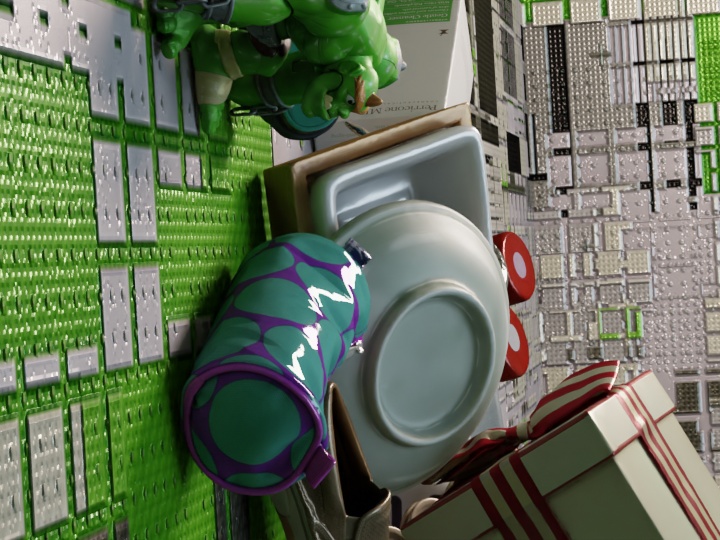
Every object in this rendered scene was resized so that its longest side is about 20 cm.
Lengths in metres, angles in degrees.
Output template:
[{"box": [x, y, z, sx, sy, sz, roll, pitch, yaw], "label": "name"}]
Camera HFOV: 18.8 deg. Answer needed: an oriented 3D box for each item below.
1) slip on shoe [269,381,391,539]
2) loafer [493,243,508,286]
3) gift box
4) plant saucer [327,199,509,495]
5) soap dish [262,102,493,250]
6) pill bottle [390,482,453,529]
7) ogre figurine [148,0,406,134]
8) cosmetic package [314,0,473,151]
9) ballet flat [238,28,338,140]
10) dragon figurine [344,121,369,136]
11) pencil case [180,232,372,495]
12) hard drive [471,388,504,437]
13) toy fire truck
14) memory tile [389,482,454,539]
[{"box": [-0.008, 0.156, 1.354, 0.201, 0.060, 0.076, 68, 24, -13], "label": "slip on shoe"}, {"box": [0.046, -0.001, 1.655, 0.200, 0.075, 0.070, 36, -55, 56], "label": "loafer"}, {"box": [0.149, 0.180, 1.499, 0.187, 0.184, 0.200, 58, 18, 5], "label": "gift box"}, {"box": [0.034, 0.057, 1.410, 0.199, 0.050, 0.202, -14, 112, -38], "label": "plant saucer"}, {"box": [0.015, -0.001, 1.464, 0.157, 0.081, 0.201, -22, 114, -35], "label": "soap dish"}, {"box": [0.044, 0.217, 1.656, 0.111, 0.111, 0.201, 63, 26, -68], "label": "pill bottle"}, {"box": [-0.043, -0.134, 1.225, 0.200, 0.119, 0.099, 72, 17, -55], "label": "ogre figurine"}, {"box": [0.029, -0.134, 1.701, 0.200, 0.107, 0.085, -81, 165, -56], "label": "cosmetic package"}, {"box": [-0.057, -0.180, 1.352, 0.073, 0.073, 0.201, -51, 131, -76], "label": "ballet flat"}, {"box": [0.000, 0.000, 1.553, 0.099, 0.059, 0.201, -21, 107, -38], "label": "dragon figurine"}, {"box": [-0.044, 0.050, 1.248, 0.085, 0.092, 0.200, -52, -173, 24], "label": "pencil case"}, {"box": [0.073, 0.178, 1.878, 0.140, 0.033, 0.201, -43, 141, -29], "label": "hard drive"}, {"box": [0.067, 0.011, 1.925, 0.168, 0.112, 0.201, 48, 38, -41], "label": "toy fire truck"}, {"box": [0.054, 0.246, 1.569, 0.199, 0.017, 0.154, -26, 91, -42], "label": "memory tile"}]
